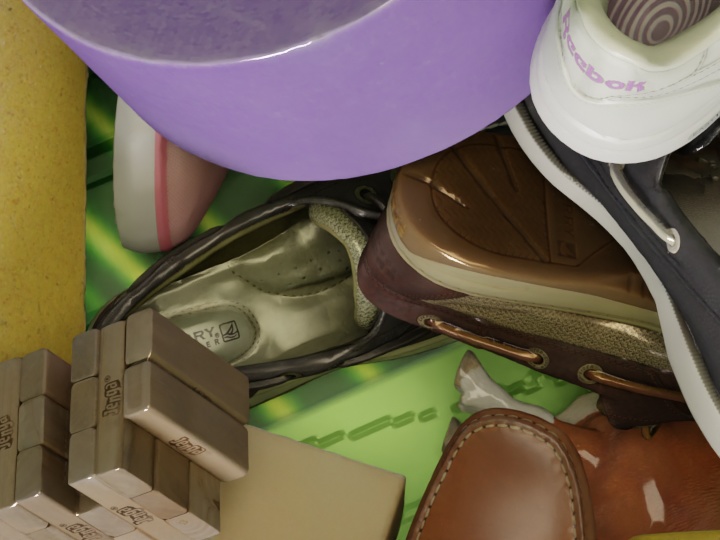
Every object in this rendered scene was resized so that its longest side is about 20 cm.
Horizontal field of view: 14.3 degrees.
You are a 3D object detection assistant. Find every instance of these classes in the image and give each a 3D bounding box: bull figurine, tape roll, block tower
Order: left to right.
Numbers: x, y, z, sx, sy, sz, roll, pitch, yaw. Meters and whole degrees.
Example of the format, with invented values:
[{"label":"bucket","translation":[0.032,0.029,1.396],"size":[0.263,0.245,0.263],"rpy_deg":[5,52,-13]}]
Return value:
[{"label":"block tower","translation":[-0.133,0.073,0.908],"size":[0.199,0.058,0.054],"rpy_deg":[-21,52,27]},{"label":"tape roll","translation":[-0.016,-0.135,0.879],"size":[0.199,0.085,0.201],"rpy_deg":[-9,66,20]},{"label":"bull figurine","translation":[0.077,0.095,0.964],"size":[0.121,0.065,0.201],"rpy_deg":[18,79,7]}]

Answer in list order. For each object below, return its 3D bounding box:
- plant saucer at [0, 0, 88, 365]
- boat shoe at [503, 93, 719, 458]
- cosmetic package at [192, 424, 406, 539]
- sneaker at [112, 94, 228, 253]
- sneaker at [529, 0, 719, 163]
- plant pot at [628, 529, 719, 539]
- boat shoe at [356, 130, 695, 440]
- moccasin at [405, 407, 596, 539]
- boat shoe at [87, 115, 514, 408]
[{"label":"plant saucer","translation":[-0.192,-0.049,0.950],"size":[0.198,0.048,0.202],"rpy_deg":[-1,85,13]},{"label":"boat shoe","translation":[0.102,-0.028,0.864],"size":[0.073,0.060,0.201],"rpy_deg":[-12,64,-27]},{"label":"cosmetic package","translation":[-0.062,0.151,0.923],"size":[0.104,0.071,0.201],"rpy_deg":[16,70,3]},{"label":"sneaker","translation":[-0.018,-0.096,0.970],"size":[0.104,0.075,0.202],"rpy_deg":[14,80,4]},{"label":"sneaker","translation":[0.125,-0.116,0.800],"size":[0.075,0.100,0.200],"rpy_deg":[37,83,9]},{"label":"plant pot","translation":[0.164,0.175,0.872],"size":[0.199,0.200,0.178],"rpy_deg":[-8,71,32]},{"label":"boat shoe","translation":[0.095,0.015,0.919],"size":[0.199,0.072,0.073],"rpy_deg":[13,52,-15]},{"label":"moccasin","translation":[0.023,0.142,0.891],"size":[0.073,0.078,0.203],"rpy_deg":[21,90,14]},{"label":"boat shoe","translation":[-0.001,-0.001,0.967],"size":[0.200,0.066,0.072],"rpy_deg":[-24,88,-3]}]
